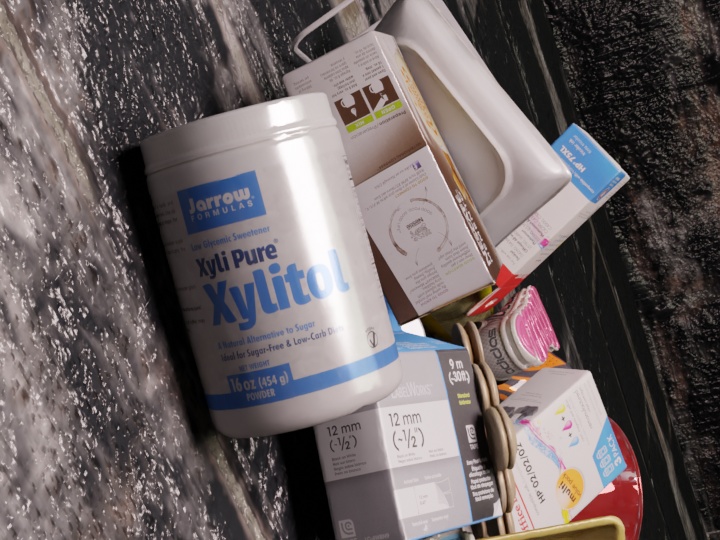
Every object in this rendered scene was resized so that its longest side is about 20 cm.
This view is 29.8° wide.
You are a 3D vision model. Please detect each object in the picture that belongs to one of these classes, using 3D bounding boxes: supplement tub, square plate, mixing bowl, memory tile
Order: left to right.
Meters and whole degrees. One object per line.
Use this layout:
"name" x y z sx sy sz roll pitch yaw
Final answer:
"supplement tub" -0.057 -0.003 0.881 0.132 0.132 0.200 -29 104 -72
"square plate" 0.044 -0.092 1.097 0.200 0.198 0.028 52 41 8
"memory tile" 0.102 0.155 1.118 0.153 0.017 0.200 -110 -168 -51
"mixing bowl" 0.204 0.251 1.479 0.108 0.200 0.201 5 65 -27

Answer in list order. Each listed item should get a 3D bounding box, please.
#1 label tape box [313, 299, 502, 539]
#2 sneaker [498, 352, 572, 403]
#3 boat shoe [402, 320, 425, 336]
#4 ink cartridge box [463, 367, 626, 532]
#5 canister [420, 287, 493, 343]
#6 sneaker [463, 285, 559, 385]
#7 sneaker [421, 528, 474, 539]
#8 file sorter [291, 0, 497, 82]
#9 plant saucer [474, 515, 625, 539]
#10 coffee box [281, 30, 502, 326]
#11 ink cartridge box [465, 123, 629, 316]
"label tape box" 0.028 0.100 1.014 0.143 0.066 0.200 2 76 -55
"sneaker" 0.184 0.156 1.409 0.078 0.112 0.200 81 -9 -63
"boat shoe" 0.000 0.000 1.194 0.057 0.069 0.200 141 -69 -70
"ink cartridge box" 0.154 0.194 1.291 0.200 0.068 0.115 -35 111 -31
"canister" 0.071 -0.018 1.380 0.200 0.086 0.149 46 35 -62
"sneaker" 0.144 0.070 1.363 0.074 0.087 0.200 65 16 -2
"sneaker" 0.060 0.263 1.141 0.200 0.078 0.090 37 46 -64
"file sorter" 0.051 -0.148 1.202 0.200 0.139 0.125 58 9 10
"plant saucer" 0.106 0.289 1.061 0.048 0.199 0.200 -137 -138 -69
"coffee box" 0.027 -0.071 1.013 0.200 0.080 0.114 64 12 -2
"ink cartridge box" 0.164 -0.046 1.321 0.067 0.200 0.116 48 12 10
